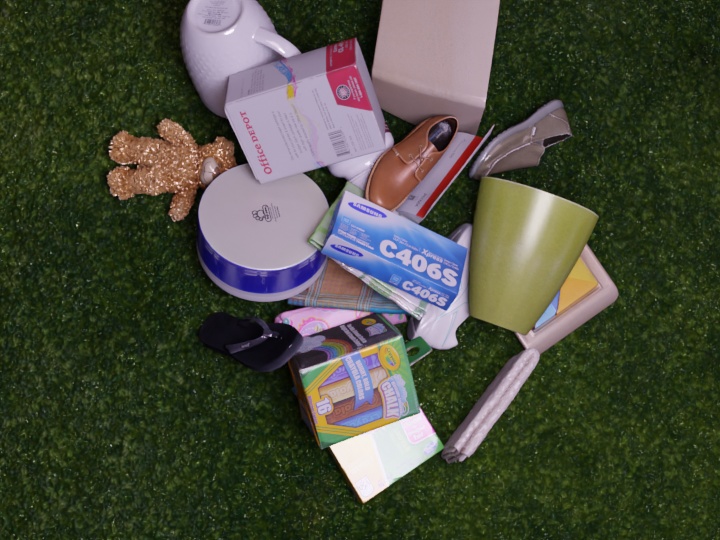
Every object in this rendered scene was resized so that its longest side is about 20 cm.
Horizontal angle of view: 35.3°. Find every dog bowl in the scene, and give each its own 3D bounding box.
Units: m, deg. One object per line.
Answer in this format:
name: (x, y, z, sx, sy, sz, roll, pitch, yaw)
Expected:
dog bowl: (-0.142, -0.059, 1.667, 0.197, 0.079, 0.203, 4, 55, -5)

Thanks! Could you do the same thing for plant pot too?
plant pot: (0.237, -0.013, 1.695, 0.184, 0.187, 0.203, 18, 90, -6)
plant pot: (0.110, -0.330, 1.741, 0.174, 0.200, 0.203, 9, 79, 2)

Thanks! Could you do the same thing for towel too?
towel: (0.195, 0.204, 1.692, 0.034, 0.133, 0.201, 38, 78, 3)
towel: (0.000, 0.000, 1.688, 0.197, 0.022, 0.148, 5, 50, 11)
towel: (0.033, -0.030, 1.639, 0.199, 0.031, 0.150, 33, 46, 0)

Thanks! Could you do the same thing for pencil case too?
pencil case: (-0.030, 0.070, 1.699, 0.197, 0.087, 0.089, -22, 85, -11)

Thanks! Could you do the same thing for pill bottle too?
pill bottle: (-0.018, -0.218, 1.734, 0.112, 0.113, 0.202, -26, 85, -12)

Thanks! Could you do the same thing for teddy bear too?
teddy bear: (-0.284, -0.154, 1.704, 0.197, 0.067, 0.147, 20, 81, -5)

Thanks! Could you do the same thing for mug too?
mug: (-0.169, -0.323, 1.664, 0.197, 0.176, 0.149, 19, 70, 16)

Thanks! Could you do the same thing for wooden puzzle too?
wooden puzzle: (0.289, 0.006, 1.788, 0.184, 0.037, 0.202, -32, 88, -13)

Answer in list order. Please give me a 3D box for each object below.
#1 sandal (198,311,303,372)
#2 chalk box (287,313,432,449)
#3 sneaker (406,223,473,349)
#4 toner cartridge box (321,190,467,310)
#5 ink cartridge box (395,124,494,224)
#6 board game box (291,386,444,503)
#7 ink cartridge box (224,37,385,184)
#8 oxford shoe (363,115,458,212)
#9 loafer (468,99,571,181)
sandal: (-0.166, 0.097, 1.626, 0.043, 0.198, 0.077, 53, 57, -39)
chalk box: (0.007, 0.147, 1.615, 0.197, 0.125, 0.126, -17, 108, -11)
sneaker: (0.141, 0.026, 1.751, 0.079, 0.070, 0.203, 24, 84, -14)
toner cartridge box: (0.050, -0.028, 1.596, 0.198, 0.043, 0.096, 24, 45, -8)
ink cartridge box: (0.117, -0.144, 1.700, 0.047, 0.200, 0.161, 38, 77, 0)
board game box: (0.011, 0.222, 1.705, 0.152, 0.040, 0.202, -32, 87, -13)
ink cartridge box: (-0.076, -0.226, 1.612, 0.197, 0.149, 0.086, -13, 40, 12)
oxford shoe: (0.075, -0.162, 1.670, 0.071, 0.071, 0.201, 44, 66, -14)
loafer: (0.259, -0.195, 1.796, 0.199, 0.075, 0.070, -35, 84, -13)
